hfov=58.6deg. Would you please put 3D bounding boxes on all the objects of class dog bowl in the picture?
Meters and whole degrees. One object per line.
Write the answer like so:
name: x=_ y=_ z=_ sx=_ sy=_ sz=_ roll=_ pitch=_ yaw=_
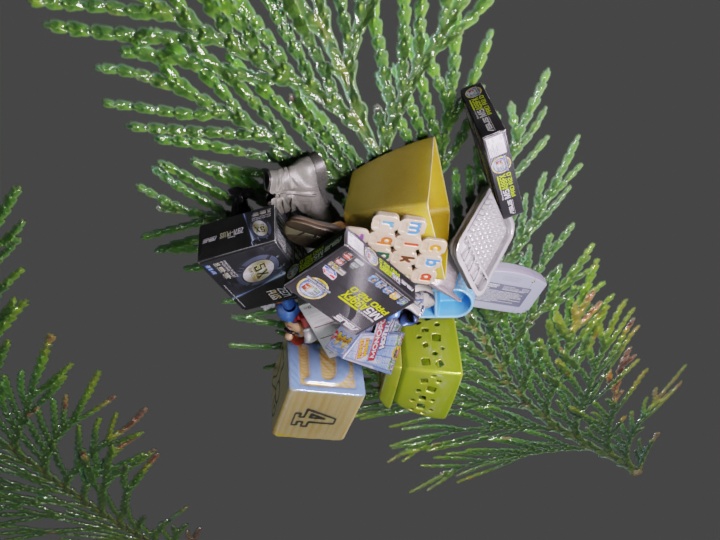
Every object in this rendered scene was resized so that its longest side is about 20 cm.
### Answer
dog bowl: x=0.178 y=0.063 z=1.519 sx=0.196 sy=0.050 sz=0.113 roll=-1 pitch=130 yaw=6

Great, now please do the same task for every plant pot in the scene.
plant pot: x=0.139 y=0.231 z=1.606 sx=0.178 sy=0.201 sz=0.202 roll=6 pitch=134 yaw=-7
plant pot: x=0.073 y=-0.114 z=1.264 sx=0.173 sy=0.202 sz=0.202 roll=-4 pitch=137 yaw=17

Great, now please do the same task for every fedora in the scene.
fedora: x=0.151 y=-0.020 z=1.396 sx=0.198 sy=0.177 sz=0.091 roll=28 pitch=96 yaw=6

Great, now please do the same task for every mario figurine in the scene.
mario figurine: x=-0.169 y=0.113 z=1.486 sx=0.105 sy=0.125 sz=0.201 roll=-24 pitch=134 yaw=8

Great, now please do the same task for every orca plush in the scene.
orca plush: x=-0.221 y=-0.074 z=1.326 sx=0.103 sy=0.072 sz=0.202 roll=-1 pitch=134 yaw=-8

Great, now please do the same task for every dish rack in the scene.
dish rack: x=0.254 y=-0.068 z=1.360 sx=0.043 sy=0.201 sz=0.172 roll=14 pitch=151 yaw=40

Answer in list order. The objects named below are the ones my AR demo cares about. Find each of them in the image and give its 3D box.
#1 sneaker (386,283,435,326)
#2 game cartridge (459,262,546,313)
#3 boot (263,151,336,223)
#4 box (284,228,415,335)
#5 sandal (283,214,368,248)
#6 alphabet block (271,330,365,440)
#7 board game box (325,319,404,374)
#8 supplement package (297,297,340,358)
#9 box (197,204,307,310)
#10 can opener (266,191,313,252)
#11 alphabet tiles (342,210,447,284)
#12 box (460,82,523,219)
sneaker: x=0.100 y=0.080 z=1.364 sx=0.077 sy=0.086 sz=0.198 roll=-35 pitch=156 yaw=33
game cartridge: x=0.345 y=0.041 z=1.563 sx=0.196 sy=0.042 sz=0.135 roll=9 pitch=128 yaw=-18
boot: x=-0.124 y=-0.129 z=1.263 sx=0.129 sy=0.068 sz=0.203 roll=-27 pitch=131 yaw=-19
box: x=-0.017 y=0.027 z=1.195 sx=0.159 sy=0.045 sz=0.199 roll=-31 pitch=128 yaw=29
sandal: x=-0.049 y=-0.061 z=1.202 sx=0.197 sy=0.055 sz=0.082 roll=20 pitch=137 yaw=-16
alphabet block: x=-0.113 y=0.287 z=1.616 sx=0.193 sy=0.197 sz=0.202 roll=9 pitch=133 yaw=-16
board game box: x=0.020 y=0.132 z=1.419 sx=0.198 sy=0.061 sz=0.204 roll=5 pitch=105 yaw=-51
supplement package: x=-0.059 y=0.086 z=1.478 sx=0.115 sy=0.118 sz=0.201 roll=-18 pitch=135 yaw=7
box: x=-0.201 y=-0.019 z=1.263 sx=0.161 sy=0.087 sz=0.201 roll=-14 pitch=146 yaw=11
can opener: x=-0.141 y=-0.096 z=1.321 sx=0.052 sy=0.068 sz=0.202 roll=-16 pitch=135 yaw=5
alphabet tiles: x=0.055 y=-0.029 z=1.187 sx=0.192 sy=0.015 sz=0.202 roll=7 pitch=137 yaw=-5
box: x=0.247 y=-0.221 z=1.199 sx=0.044 sy=0.162 sz=0.201 roll=-19 pitch=135 yaw=8
